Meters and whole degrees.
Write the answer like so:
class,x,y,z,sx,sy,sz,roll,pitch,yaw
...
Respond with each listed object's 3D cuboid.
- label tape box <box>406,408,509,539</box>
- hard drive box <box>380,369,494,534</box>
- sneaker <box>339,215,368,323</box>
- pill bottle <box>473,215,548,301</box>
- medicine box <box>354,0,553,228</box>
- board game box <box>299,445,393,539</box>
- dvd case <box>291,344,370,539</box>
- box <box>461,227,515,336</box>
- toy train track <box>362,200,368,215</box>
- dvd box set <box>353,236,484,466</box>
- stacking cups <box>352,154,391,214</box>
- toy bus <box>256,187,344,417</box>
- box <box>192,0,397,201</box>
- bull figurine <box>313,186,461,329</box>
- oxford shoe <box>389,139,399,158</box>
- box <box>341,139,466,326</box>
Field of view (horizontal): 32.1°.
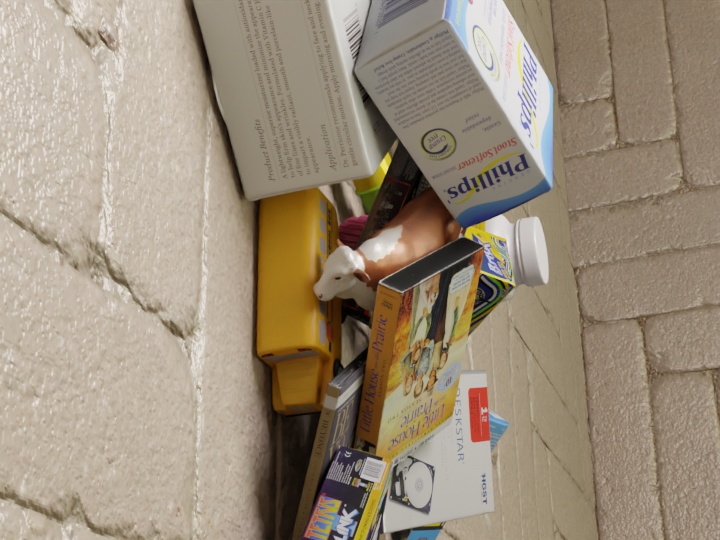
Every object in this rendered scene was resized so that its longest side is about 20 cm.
class,x,y,z,sx,sy,sz,roll,pitch,yaw
label tape box,0.091,0.249,1.516,0.202,0.063,0.144,-57,159,1
hard drive box,0.052,0.185,1.312,0.198,0.076,0.159,2,82,-51
sneaker,0.000,0.000,1.337,0.199,0.073,0.089,-32,128,-56
pill bottle,0.135,-0.011,1.590,0.112,0.197,0.115,-9,90,-73
medicine box,0.095,-0.180,1.181,0.201,0.102,0.184,52,29,-28
board game box,-0.029,0.275,1.052,0.201,0.056,0.168,-63,166,-60
dvd case,-0.024,0.179,1.148,0.149,0.016,0.203,-33,138,-71
box,0.089,0.043,1.399,0.063,0.201,0.071,18,43,-23
toy train track,0.017,-0.013,1.465,0.115,0.032,0.201,57,21,-32
dvd box set,0.054,0.082,1.175,0.146,0.029,0.203,-26,132,-49
stacking cups,0.041,-0.048,1.438,0.203,0.060,0.061,66,20,-14
toy bus,-0.056,0.029,1.167,0.078,0.064,0.203,47,38,-61
box,-0.050,-0.199,1.183,0.200,0.128,0.202,-61,140,-65
bull figurine,0.035,-0.003,1.179,0.199,0.064,0.123,-39,139,-37
oxford shoe,0.006,-0.158,1.475,0.202,0.069,0.075,64,25,-19
box,0.054,-0.033,1.284,0.137,0.039,0.203,31,80,-57
